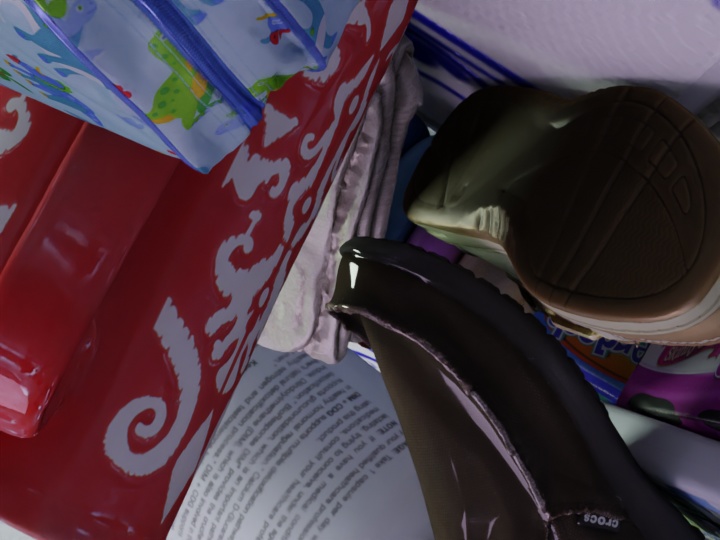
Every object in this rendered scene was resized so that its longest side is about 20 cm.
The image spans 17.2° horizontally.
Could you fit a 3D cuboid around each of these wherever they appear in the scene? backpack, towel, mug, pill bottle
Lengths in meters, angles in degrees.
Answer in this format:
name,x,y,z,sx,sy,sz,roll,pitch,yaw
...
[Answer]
name,x,y,z,sx,sy,sz,roll,pitch,yaw
backpack,-0.079,-0.112,0.597,0.199,0.155,0.163,11,156,24
towel,-0.069,-0.061,0.856,0.199,0.133,0.034,30,-145,25
mug,-0.063,-0.020,0.713,0.133,0.201,0.177,31,176,-32
pill bottle,-0.017,0.094,0.962,0.200,0.114,0.113,37,173,23

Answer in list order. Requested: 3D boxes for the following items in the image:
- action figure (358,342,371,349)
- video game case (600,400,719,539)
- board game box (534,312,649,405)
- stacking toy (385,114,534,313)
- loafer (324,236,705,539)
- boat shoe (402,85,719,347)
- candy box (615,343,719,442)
name,x,y,z,sx,sy,sz,roll,pitch,yaw
action figure,0.000,0.000,1.023,0.065,0.052,0.200,42,-169,21
video game case,0.167,0.108,0.840,0.182,0.022,0.200,36,172,-24
board game box,0.119,0.052,1.003,0.151,0.045,0.200,30,171,15
stacking toy,-0.020,-0.044,0.892,0.199,0.086,0.085,36,171,13
loafer,0.052,0.073,0.793,0.200,0.071,0.073,49,167,-12
boat shoe,0.081,-0.014,0.741,0.066,0.074,0.200,32,-179,-23
candy box,0.203,0.081,0.830,0.199,0.061,0.136,36,171,-15
